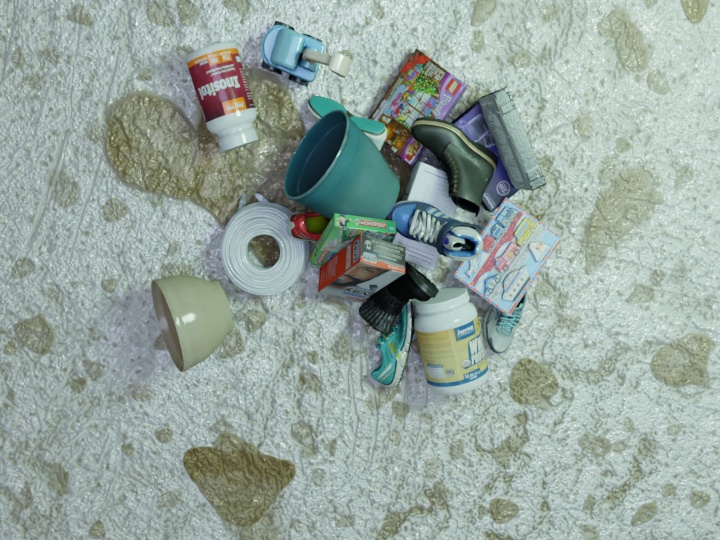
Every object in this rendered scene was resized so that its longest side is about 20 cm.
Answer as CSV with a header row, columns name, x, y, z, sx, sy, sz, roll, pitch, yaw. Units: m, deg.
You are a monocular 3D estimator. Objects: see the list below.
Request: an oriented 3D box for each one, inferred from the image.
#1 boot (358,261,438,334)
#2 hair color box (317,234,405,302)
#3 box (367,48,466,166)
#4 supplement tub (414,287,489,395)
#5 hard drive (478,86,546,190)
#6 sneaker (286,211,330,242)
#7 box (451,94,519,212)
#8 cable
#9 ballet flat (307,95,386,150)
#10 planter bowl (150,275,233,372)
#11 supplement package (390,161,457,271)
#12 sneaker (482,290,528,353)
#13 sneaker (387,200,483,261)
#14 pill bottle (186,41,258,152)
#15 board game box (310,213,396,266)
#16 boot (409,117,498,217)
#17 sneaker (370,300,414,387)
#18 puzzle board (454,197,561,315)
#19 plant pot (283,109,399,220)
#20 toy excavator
name,x,y,z,sx,sy,sz,roll,pitch,yaw
boot,0.079,0.067,1.558,0.079,0.211,0.160,34,93,-18
hair color box,0.000,0.000,1.533,0.108,0.199,0.066,14,63,-24
box,0.115,-0.345,1.550,0.136,0.039,0.202,37,97,13
supplement tub,0.197,0.153,1.602,0.140,0.145,0.206,-14,100,1
hard drive,0.301,-0.261,1.463,0.037,0.140,0.204,-23,100,0
sneaker,-0.060,-0.089,1.560,0.195,0.084,0.080,-3,90,-30
box,0.273,-0.251,1.573,0.140,0.079,0.202,-37,99,7
cable,-0.209,-0.046,1.596,0.196,0.069,0.204,26,98,-6
ballet flat,-0.033,-0.305,1.550,0.196,0.069,0.071,27,99,20
planter bowl,-0.354,0.099,1.570,0.132,0.199,0.206,-18,101,-25
supplement package,0.138,-0.119,1.573,0.111,0.110,0.205,20,98,-5
sneaker,0.326,0.089,1.624,0.075,0.086,0.206,11,99,-2
sneaker,0.152,-0.080,1.449,0.195,0.147,0.083,21,98,-7
pill bottle,-0.282,-0.359,1.521,0.110,0.113,0.205,-17,100,1
board game box,-0.019,-0.055,1.529,0.131,0.200,0.030,7,66,-17
boot,0.178,-0.210,1.467,0.196,0.078,0.141,24,63,-5
sneaker,0.075,0.163,1.639,0.077,0.078,0.206,16,99,5
puzzle board,0.314,-0.028,1.561,0.149,0.017,0.203,34,102,4
plant pot,-0.026,-0.185,1.486,0.186,0.200,0.202,33,98,-31
toy excavator,-0.113,-0.431,1.469,0.190,0.200,0.102,21,99,-5
